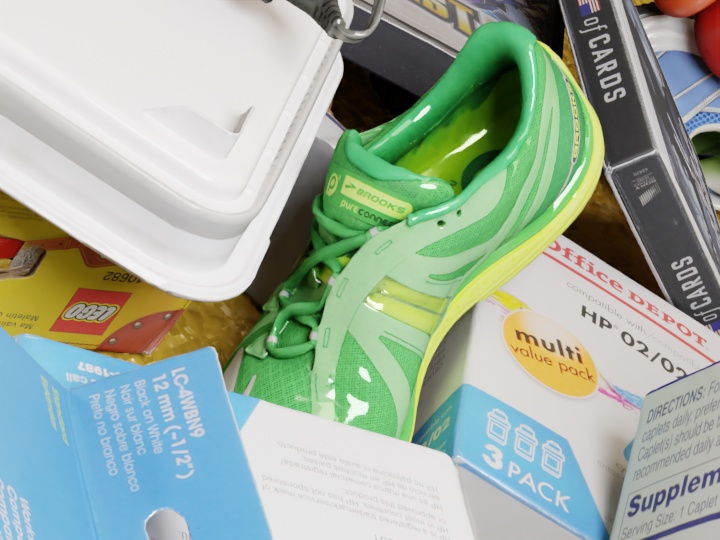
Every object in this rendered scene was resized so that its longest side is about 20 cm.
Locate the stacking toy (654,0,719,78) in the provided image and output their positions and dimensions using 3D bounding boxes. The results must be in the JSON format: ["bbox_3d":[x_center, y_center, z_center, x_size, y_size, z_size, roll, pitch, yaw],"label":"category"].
[{"bbox_3d":[0.125,-0.159,1.021,0.200,0.085,0.085,49,29,-11],"label":"stacking toy"}]

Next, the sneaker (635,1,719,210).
[{"bbox_3d":[0.184,-0.060,1.114,0.199,0.076,0.078,13,60,-34],"label":"sneaker"}]

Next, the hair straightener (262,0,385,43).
[{"bbox_3d":[-0.065,-0.145,0.710,0.200,0.077,0.041,43,45,3],"label":"hair straightener"}]

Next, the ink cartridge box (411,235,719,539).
[{"bbox_3d":[0.071,0.053,0.832,0.115,0.068,0.200,32,31,-12],"label":"ink cartridge box"}]

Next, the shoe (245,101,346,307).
[{"bbox_3d":[-0.032,-0.057,0.868,0.200,0.072,0.091,43,34,15],"label":"shoe"}]

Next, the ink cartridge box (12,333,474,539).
[{"bbox_3d":[-0.034,0.130,0.605,0.144,0.084,0.201,19,36,-28],"label":"ink cartridge box"}]

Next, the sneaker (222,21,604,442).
[{"bbox_3d":[0.000,0.000,0.747,0.074,0.200,0.084,22,-25,34],"label":"sneaker"}]

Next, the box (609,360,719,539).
[{"bbox_3d":[0.146,0.118,0.647,0.104,0.184,0.201,26,63,-19],"label":"box"}]

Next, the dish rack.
[{"bbox_3d":[-0.080,-0.090,0.737,0.171,0.044,0.200,33,30,-7],"label":"dish rack"}]

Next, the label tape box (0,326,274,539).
[{"bbox_3d":[-0.116,0.070,0.521,0.199,0.066,0.144,-14,47,-7],"label":"label tape box"}]

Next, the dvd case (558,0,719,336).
[{"bbox_3d":[0.118,-0.038,0.927,0.200,0.025,0.151,56,18,-49],"label":"dvd case"}]

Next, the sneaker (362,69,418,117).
[{"bbox_3d":[0.023,-0.122,1.015,0.200,0.067,0.090,44,33,14],"label":"sneaker"}]

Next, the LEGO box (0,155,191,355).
[{"bbox_3d":[-0.152,-0.059,0.738,0.199,0.077,0.149,7,43,-40],"label":"LEGO box"}]

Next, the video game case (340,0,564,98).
[{"bbox_3d":[-0.010,-0.139,0.923,0.199,0.026,0.181,27,30,-8],"label":"video game case"}]
